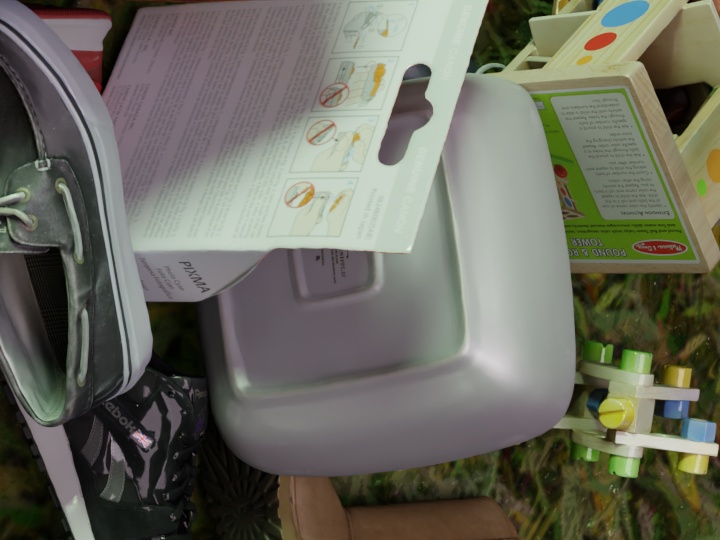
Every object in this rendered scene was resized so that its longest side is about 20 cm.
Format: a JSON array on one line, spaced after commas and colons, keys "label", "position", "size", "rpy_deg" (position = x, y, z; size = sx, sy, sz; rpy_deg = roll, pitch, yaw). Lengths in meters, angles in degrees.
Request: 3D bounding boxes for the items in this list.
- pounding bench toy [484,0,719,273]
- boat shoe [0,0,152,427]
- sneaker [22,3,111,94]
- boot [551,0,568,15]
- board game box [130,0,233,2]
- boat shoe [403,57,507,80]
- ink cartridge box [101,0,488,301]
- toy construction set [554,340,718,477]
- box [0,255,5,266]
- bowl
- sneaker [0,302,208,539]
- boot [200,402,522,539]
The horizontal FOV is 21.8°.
[{"label": "pounding bench toy", "position": [0.183, -0.094, 1.008], "size": [0.156, 0.200, 0.124], "rpy_deg": [-47, 121, -34]}, {"label": "boat shoe", "position": [-0.146, -0.023, 0.836], "size": [0.071, 0.072, 0.200], "rpy_deg": [-48, 125, -55]}, {"label": "sneaker", "position": [-0.199, -0.069, 0.888], "size": [0.200, 0.078, 0.116], "rpy_deg": [-8, 103, -43]}, {"label": "boot", "position": [0.214, -0.199, 1.104], "size": [0.201, 0.144, 0.071], "rpy_deg": [-49, 118, -17]}, {"label": "board game box", "position": [-0.136, -0.228, 0.845], "size": [0.200, 0.200, 0.200], "rpy_deg": [-1, 97, -31]}, {"label": "boat shoe", "position": [0.054, -0.085, 1.068], "size": [0.075, 0.062, 0.200], "rpy_deg": [-39, 115, -20]}, {"label": "ink cartridge box", "position": [-0.041, -0.061, 0.906], "size": [0.047, 0.200, 0.160], "rpy_deg": [60, 39, -48]}, {"label": "toy construction set", "position": [0.099, 0.069, 1.077], "size": [0.200, 0.131, 0.092], "rpy_deg": [24, 84, -32]}, {"label": "box", "position": [-0.265, -0.002, 0.815], "size": [0.200, 0.039, 0.137], "rpy_deg": [35, 69, -35]}, {"label": "bowl", "position": [0.000, 0.000, 0.947], "size": [0.075, 0.199, 0.200], "rpy_deg": [21, 60, -66]}, {"label": "sneaker", "position": [-0.108, 0.094, 0.933], "size": [0.087, 0.076, 0.200], "rpy_deg": [-26, 88, 5]}, {"label": "boot", "position": [0.007, 0.141, 1.070], "size": [0.200, 0.066, 0.175], "rpy_deg": [6, 70, -45]}]
